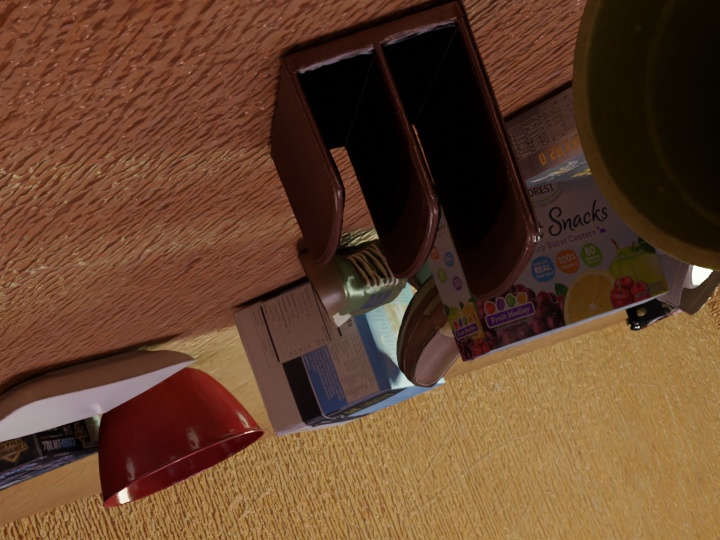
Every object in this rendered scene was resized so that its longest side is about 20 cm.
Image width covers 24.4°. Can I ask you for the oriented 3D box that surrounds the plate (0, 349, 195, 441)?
[{"bbox_3d":[-0.294,0.125,1.663,0.199,0.033,0.199,-13,170,-41],"label":"plate"}]

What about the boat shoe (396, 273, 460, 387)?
[{"bbox_3d":[0.102,0.030,1.556,0.075,0.074,0.201,5,122,-42],"label":"boat shoe"}]

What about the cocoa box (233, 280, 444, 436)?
[{"bbox_3d":[-0.017,0.079,1.678,0.131,0.134,0.200,-23,171,16],"label":"cocoa box"}]

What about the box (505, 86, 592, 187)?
[{"bbox_3d":[0.214,-0.123,1.219,0.199,0.049,0.158,-27,171,37],"label":"box"}]

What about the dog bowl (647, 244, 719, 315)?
[{"bbox_3d":[0.315,-0.057,1.525,0.200,0.058,0.201,-48,155,-32],"label":"dog bowl"}]

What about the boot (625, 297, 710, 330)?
[{"bbox_3d":[0.235,-0.013,1.615,0.202,0.155,0.073,-18,172,-20],"label":"boot"}]

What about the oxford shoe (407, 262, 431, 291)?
[{"bbox_3d":[0.079,0.002,1.658,0.071,0.072,0.200,-4,174,27],"label":"oxford shoe"}]

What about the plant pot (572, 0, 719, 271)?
[{"bbox_3d":[0.242,-0.091,0.848,0.199,0.201,0.189,-26,159,36],"label":"plant pot"}]

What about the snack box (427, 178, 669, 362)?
[{"bbox_3d":[0.155,-0.018,1.431,0.199,0.143,0.053,-16,173,-30],"label":"snack box"}]

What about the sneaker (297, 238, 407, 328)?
[{"bbox_3d":[0.000,0.000,1.476,0.089,0.067,0.200,-28,172,-1],"label":"sneaker"}]

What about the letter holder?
[{"bbox_3d":[0.021,-0.043,0.944,0.100,0.143,0.200,-19,172,-8],"label":"letter holder"}]

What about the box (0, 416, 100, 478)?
[{"bbox_3d":[-0.409,0.216,1.869,0.199,0.050,0.198,-22,171,11],"label":"box"}]

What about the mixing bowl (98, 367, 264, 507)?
[{"bbox_3d":[-0.218,0.176,1.886,0.199,0.109,0.200,-24,170,-4],"label":"mixing bowl"}]
